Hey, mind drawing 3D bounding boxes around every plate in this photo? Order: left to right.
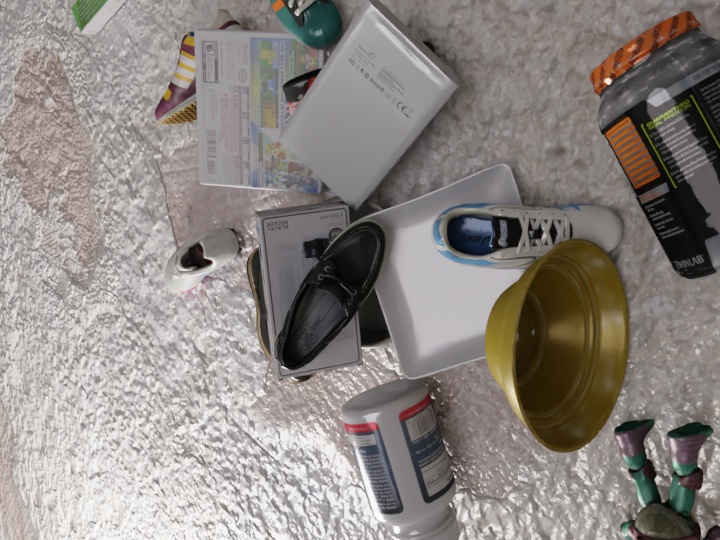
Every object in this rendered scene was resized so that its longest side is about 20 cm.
[{"bbox_3d":[0.111,0.005,0.764,0.196,0.032,0.204,-19,92,21],"label":"plate"}]

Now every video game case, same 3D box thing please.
[{"bbox_3d":[-0.132,-0.210,0.877,0.178,0.022,0.205,6,107,11],"label":"video game case"}]

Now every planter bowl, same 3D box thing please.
[{"bbox_3d":[0.184,0.070,0.664,0.083,0.197,0.205,4,106,51],"label":"planter bowl"}]

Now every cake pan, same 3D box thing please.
[{"bbox_3d":[0.000,0.000,0.869,0.197,0.036,0.205,12,110,35],"label":"cake pan"}]

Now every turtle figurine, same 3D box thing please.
[{"bbox_3d":[0.322,0.259,0.666,0.147,0.100,0.205,-11,90,38],"label":"turtle figurine"}]

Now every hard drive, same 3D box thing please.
[{"bbox_3d":[0.004,-0.181,0.749,0.131,0.026,0.200,42,127,-2],"label":"hard drive"}]

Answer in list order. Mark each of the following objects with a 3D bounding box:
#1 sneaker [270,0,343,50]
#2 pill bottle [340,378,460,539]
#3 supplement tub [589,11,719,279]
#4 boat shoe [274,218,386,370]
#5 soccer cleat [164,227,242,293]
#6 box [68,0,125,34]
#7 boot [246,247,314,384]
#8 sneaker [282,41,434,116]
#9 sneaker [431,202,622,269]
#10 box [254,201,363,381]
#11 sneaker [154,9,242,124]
[{"bbox_3d":[-0.094,-0.358,0.800,0.071,0.080,0.202,-36,78,4],"label":"sneaker"},{"bbox_3d":[0.057,0.254,0.846,0.118,0.119,0.204,-15,93,38],"label":"pill bottle"},{"bbox_3d":[0.287,-0.106,0.568,0.122,0.122,0.203,-30,85,38],"label":"supplement tub"},{"bbox_3d":[-0.036,0.031,0.752,0.074,0.066,0.200,40,97,-5],"label":"boat shoe"},{"bbox_3d":[-0.272,-0.013,1.040,0.198,0.086,0.071,-29,86,39],"label":"soccer cleat"},{"bbox_3d":[-0.441,-0.511,1.062,0.143,0.036,0.204,-21,89,39],"label":"box"},{"bbox_3d":[-0.103,0.058,0.902,0.204,0.076,0.138,67,161,0],"label":"boot"},{"bbox_3d":[0.008,-0.199,0.796,0.197,0.068,0.110,-8,117,26],"label":"sneaker"},{"bbox_3d":[0.170,-0.035,0.682,0.195,0.072,0.074,-1,94,12],"label":"sneaker"},{"bbox_3d":[-0.065,0.023,0.822,0.060,0.114,0.205,-145,48,-71],"label":"box"},{"bbox_3d":[-0.234,-0.286,0.946,0.198,0.075,0.092,-26,89,30],"label":"sneaker"}]
